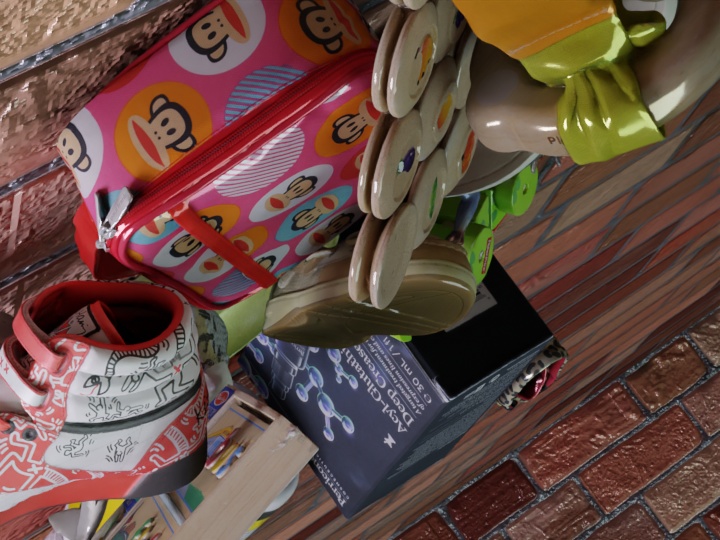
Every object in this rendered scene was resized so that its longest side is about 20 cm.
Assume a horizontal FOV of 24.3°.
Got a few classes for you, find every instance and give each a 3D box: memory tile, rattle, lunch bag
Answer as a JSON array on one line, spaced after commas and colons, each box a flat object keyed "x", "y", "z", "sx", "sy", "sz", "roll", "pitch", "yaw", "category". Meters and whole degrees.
[{"x": 0.036, "y": -0.095, "z": 0.745, "sx": 0.154, "sy": 0.017, "sz": 0.202, "roll": -54, "pitch": 157, "yaw": -51, "category": "memory tile"}, {"x": 0.100, "y": -0.157, "z": 0.727, "sx": 0.130, "sy": 0.143, "sz": 0.201, "roll": -6, "pitch": -133, "yaw": 55, "category": "rattle"}, {"x": -0.060, "y": -0.051, "z": 0.790, "sx": 0.175, "sy": 0.082, "sz": 0.200, "roll": -34, "pitch": 166, "yaw": 3, "category": "lunch bag"}]

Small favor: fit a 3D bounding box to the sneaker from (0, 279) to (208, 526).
[{"x": -0.164, "y": 0.064, "z": 0.746, "sx": 0.199, "sy": 0.067, "sz": 0.109, "roll": -13, "pitch": 131, "yaw": -20, "category": "sneaker"}]

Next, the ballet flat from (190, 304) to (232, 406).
[{"x": -0.099, "y": 0.077, "z": 0.989, "sx": 0.072, "sy": 0.072, "sz": 0.201, "roll": -33, "pitch": 166, "yaw": -17, "category": "ballet flat"}]

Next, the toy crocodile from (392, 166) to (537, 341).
[{"x": 0.066, "y": -0.032, "z": 1.091, "sx": 0.200, "sy": 0.067, "sz": 0.062, "roll": -53, "pitch": 148, "yaw": -42, "category": "toy crocodile"}]

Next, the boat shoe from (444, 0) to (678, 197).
[{"x": 0.101, "y": -0.098, "z": 0.884, "sx": 0.061, "sy": 0.073, "sz": 0.200, "roll": -6, "pitch": 157, "yaw": -46, "category": "boat shoe"}]

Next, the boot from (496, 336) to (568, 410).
[{"x": 0.075, "y": 0.048, "z": 1.285, "sx": 0.073, "sy": 0.154, "sz": 0.204, "roll": -31, "pitch": 165, "yaw": -24, "category": "boot"}]

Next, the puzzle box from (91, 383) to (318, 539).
[{"x": -0.089, "y": 0.120, "z": 0.839, "sx": 0.133, "sy": 0.025, "sz": 0.200, "roll": -48, "pitch": -171, "yaw": -8, "category": "puzzle box"}]

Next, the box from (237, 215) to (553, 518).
[{"x": 0.018, "y": 0.055, "z": 1.177, "sx": 0.107, "sy": 0.149, "sz": 0.200, "roll": -28, "pitch": 163, "yaw": -33, "category": "box"}]

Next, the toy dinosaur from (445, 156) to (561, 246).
[{"x": 0.038, "y": -0.088, "z": 0.996, "sx": 0.181, "sy": 0.104, "sz": 0.202, "roll": 6, "pitch": 101, "yaw": -57, "category": "toy dinosaur"}]

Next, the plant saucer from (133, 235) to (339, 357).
[{"x": -0.101, "y": 0.023, "z": 1.018, "sx": 0.199, "sy": 0.031, "sz": 0.200, "roll": -36, "pitch": 167, "yaw": -10, "category": "plant saucer"}]

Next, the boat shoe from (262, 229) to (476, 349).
[{"x": 0.002, "y": 0.001, "z": 0.899, "sx": 0.072, "sy": 0.064, "sz": 0.200, "roll": 12, "pitch": 167, "yaw": -19, "category": "boat shoe"}]

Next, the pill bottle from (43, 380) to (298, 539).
[{"x": -0.147, "y": 0.179, "z": 1.233, "sx": 0.200, "sy": 0.115, "sz": 0.114, "roll": -45, "pitch": 165, "yaw": 25, "category": "pill bottle"}]

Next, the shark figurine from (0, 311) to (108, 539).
[{"x": -0.169, "y": 0.069, "z": 0.850, "sx": 0.127, "sy": 0.090, "sz": 0.215, "roll": -31, "pitch": 136, "yaw": 5, "category": "shark figurine"}]
